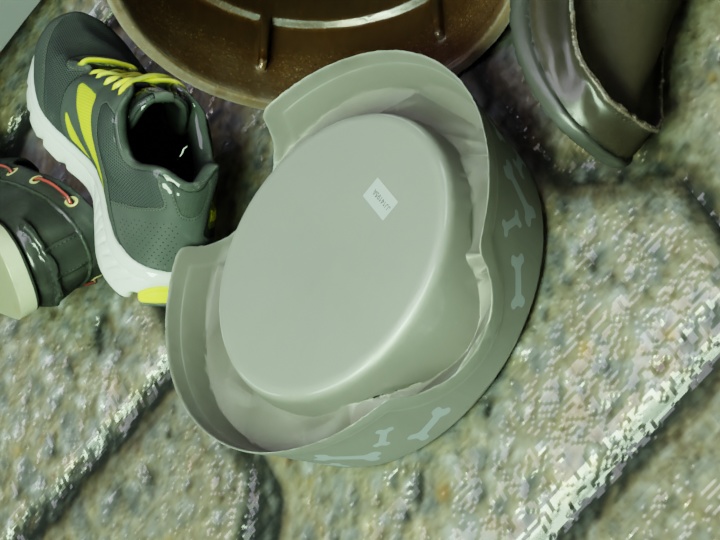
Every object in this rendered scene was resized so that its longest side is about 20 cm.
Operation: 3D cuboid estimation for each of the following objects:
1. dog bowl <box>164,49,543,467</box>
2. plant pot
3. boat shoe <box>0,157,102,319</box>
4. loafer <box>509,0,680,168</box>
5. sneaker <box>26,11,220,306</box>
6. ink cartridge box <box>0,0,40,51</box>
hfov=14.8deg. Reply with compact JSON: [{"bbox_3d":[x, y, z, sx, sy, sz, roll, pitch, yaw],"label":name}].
[{"bbox_3d":[0.000,0.000,1.284,0.200,0.059,0.200,-23,53,35],"label":"dog bowl"},{"bbox_3d":[-0.021,-0.214,1.343,0.200,0.200,0.198,-30,41,30],"label":"plant pot"},{"bbox_3d":[-0.194,-0.024,1.495,0.063,0.074,0.201,-27,23,-21],"label":"boat shoe"},{"bbox_3d":[0.114,-0.140,1.237,0.071,0.073,0.200,-25,52,36],"label":"loafer"},{"bbox_3d":[-0.111,-0.074,1.410,0.200,0.074,0.085,61,143,38],"label":"sneaker"},{"bbox_3d":[-0.252,-0.122,1.568,0.094,0.044,0.200,-2,45,45],"label":"ink cartridge box"}]
